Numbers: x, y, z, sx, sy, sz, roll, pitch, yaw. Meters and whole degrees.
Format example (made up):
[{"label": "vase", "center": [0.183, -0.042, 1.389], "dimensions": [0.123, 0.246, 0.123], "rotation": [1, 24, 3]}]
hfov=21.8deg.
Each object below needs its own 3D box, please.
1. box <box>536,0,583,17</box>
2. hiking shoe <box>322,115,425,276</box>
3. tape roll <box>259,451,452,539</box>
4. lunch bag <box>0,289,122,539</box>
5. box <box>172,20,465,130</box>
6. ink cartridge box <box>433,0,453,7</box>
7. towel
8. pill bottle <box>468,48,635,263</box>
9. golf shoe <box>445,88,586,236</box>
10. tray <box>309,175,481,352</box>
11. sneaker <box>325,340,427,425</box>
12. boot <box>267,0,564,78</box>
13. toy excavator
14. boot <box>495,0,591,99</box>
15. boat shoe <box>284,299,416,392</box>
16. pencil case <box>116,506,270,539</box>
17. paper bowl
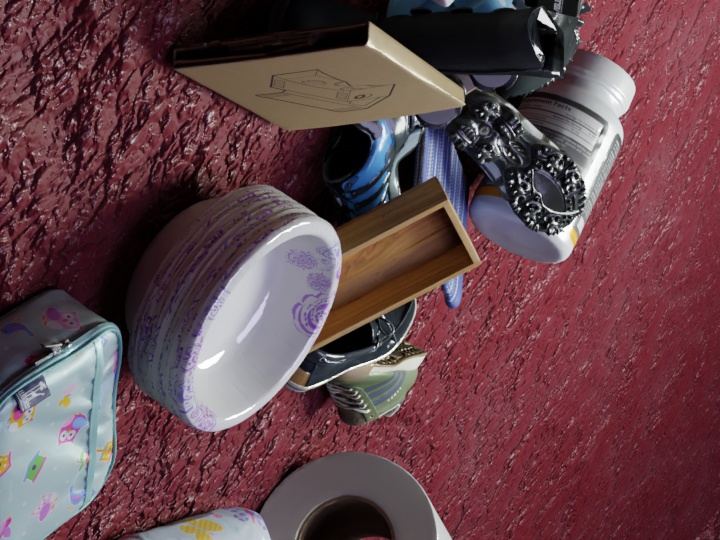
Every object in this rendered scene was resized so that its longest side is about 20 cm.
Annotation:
[{"label": "box", "center": [0.201, -0.352, 1.624], "dimensions": [0.200, 0.047, 0.195], "rotation": [85, 19, -69]}, {"label": "hiking shoe", "center": [-0.006, -0.079, 1.673], "dimensions": [0.086, 0.074, 0.201], "rotation": [-12, 125, -38]}, {"label": "tape roll", "center": [-0.003, 0.308, 1.961], "dimensions": [0.203, 0.202, 0.139], "rotation": [-51, 154, -11]}, {"label": "lunch bag", "center": [-0.252, 0.119, 1.429], "dimensions": [0.160, 0.077, 0.201], "rotation": [-32, 145, -42]}, {"label": "box", "center": [-0.028, -0.148, 1.446], "dimensions": [0.200, 0.162, 0.021], "rotation": [23, 65, -65]}, {"label": "ink cartridge box", "center": [0.018, -0.305, 1.344], "dimensions": [0.084, 0.146, 0.200], "rotation": [-49, 153, -13]}, {"label": "towel", "center": [0.073, -0.065, 1.789], "dimensions": [0.200, 0.024, 0.146], "rotation": [61, 31, -61]}, {"label": "pill bottle", "center": [0.199, -0.118, 1.908], "dimensions": [0.201, 0.116, 0.117], "rotation": [-63, 157, -16]}, {"label": "golf shoe", "center": [0.145, -0.117, 1.788], "dimensions": [0.078, 0.095, 0.200], "rotation": [-38, 126, 7]}, {"label": "tray", "center": [0.000, 0.000, 1.669], "dimensions": [0.199, 0.037, 0.099], "rotation": [-28, 138, 4]}, {"label": "sneaker", "center": [0.002, 0.119, 1.902], "dimensions": [0.200, 0.067, 0.090], "rotation": [-1, 115, -65]}, {"label": "boot", "center": [0.047, -0.181, 1.471], "dimensions": [0.165, 0.198, 0.066], "rotation": [-7, 103, -65]}, {"label": "toy excavator", "center": [0.073, -0.250, 1.566], "dimensions": [0.194, 0.200, 0.100], "rotation": [-32, -160, 30]}, {"label": "boot", "center": [0.144, -0.221, 1.770], "dimensions": [0.198, 0.073, 0.163], "rotation": [-44, 158, -23]}, {"label": "boat shoe", "center": [-0.005, 0.053, 1.793], "dimensions": [0.199, 0.075, 0.062], "rotation": [-29, 163, -46]}, {"label": "pencil case", "center": [-0.166, 0.283, 1.772], "dimensions": [0.199, 0.083, 0.091], "rotation": [-10, 127, -58]}, {"label": "paper bowl", "center": [-0.114, 0.022, 1.536], "dimensions": [0.200, 0.104, 0.202], "rotation": [-41, 150, -30]}]
